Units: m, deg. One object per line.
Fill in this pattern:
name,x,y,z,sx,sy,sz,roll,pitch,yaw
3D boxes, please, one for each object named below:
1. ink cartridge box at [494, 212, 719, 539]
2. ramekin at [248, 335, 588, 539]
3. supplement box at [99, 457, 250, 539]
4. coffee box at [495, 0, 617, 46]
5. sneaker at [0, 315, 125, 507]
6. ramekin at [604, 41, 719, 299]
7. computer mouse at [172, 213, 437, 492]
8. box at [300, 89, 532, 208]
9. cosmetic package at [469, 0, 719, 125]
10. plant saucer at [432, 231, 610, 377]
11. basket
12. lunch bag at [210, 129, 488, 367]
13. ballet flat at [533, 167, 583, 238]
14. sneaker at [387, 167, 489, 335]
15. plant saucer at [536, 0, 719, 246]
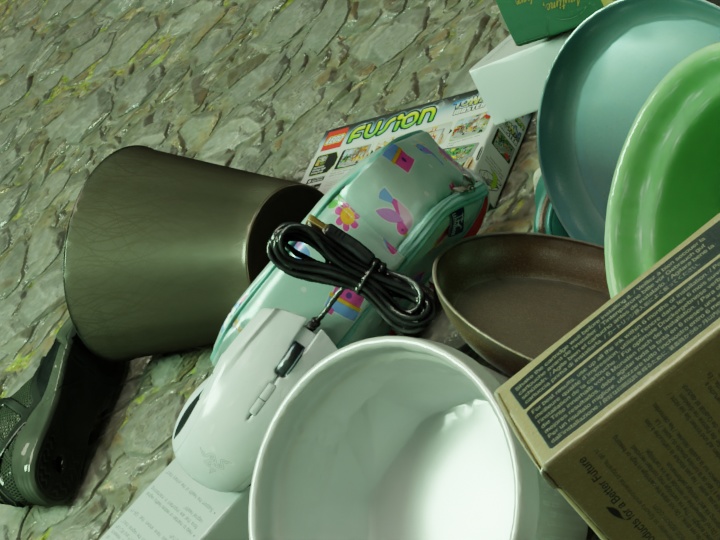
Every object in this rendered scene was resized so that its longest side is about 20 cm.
ink cartridge box,0.191,0.088,1.146,0.165,0.200,0.075,-38,39,5
ramekin,0.040,0.144,1.283,0.200,0.105,0.201,-9,74,36
supplement box,-0.103,0.199,1.447,0.200,0.101,0.103,-47,31,-10
coffee box,0.198,-0.226,1.515,0.123,0.044,0.200,-11,19,49
sneaker,-0.265,0.108,1.776,0.114,0.076,0.200,-9,48,34
ramekin,0.239,-0.028,1.264,0.200,0.098,0.200,-27,59,56
computer mouse,-0.049,0.066,1.344,0.200,0.110,0.044,-55,5,19
box,0.036,-0.082,1.714,0.200,0.035,0.110,-12,42,41
cosmetic package,0.188,-0.184,1.587,0.151,0.052,0.200,-21,13,34
plant saucer,0.138,0.034,1.339,0.200,0.200,0.032,-114,34,-59
basket,-0.118,-0.014,1.709,0.200,0.136,0.181,0,77,43
lunch bag,0.000,0.000,1.428,0.200,0.077,0.160,-50,-10,17
ballet flat,0.164,-0.074,1.531,0.070,0.067,0.200,-9,38,51
sneaker,0.024,0.017,1.564,0.200,0.071,0.113,-44,25,12
plant saucer,0.204,-0.082,1.403,0.200,0.201,0.027,-13,4,39
